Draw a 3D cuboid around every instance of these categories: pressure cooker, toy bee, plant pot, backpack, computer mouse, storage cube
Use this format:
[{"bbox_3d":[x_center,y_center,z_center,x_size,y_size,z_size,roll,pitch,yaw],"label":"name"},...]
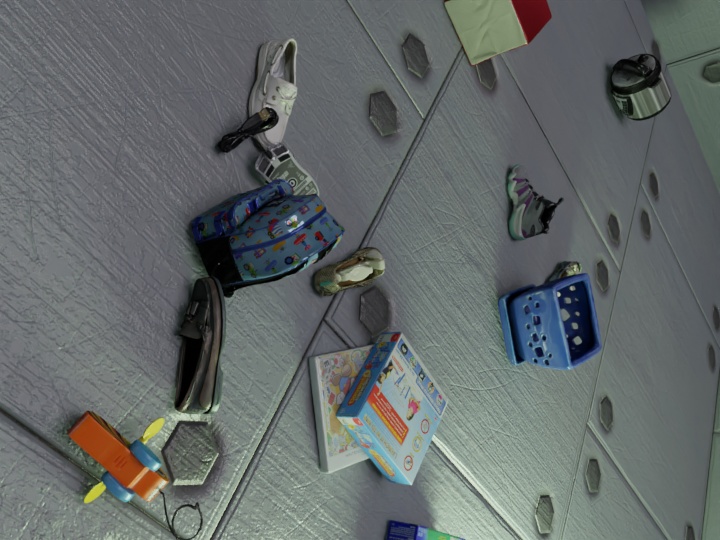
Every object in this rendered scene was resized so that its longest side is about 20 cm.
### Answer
[{"bbox_3d":[0.958,-0.644,2.409,0.200,0.174,0.181,47,48,-36],"label":"pressure cooker"},{"bbox_3d":[-0.299,0.267,0.915,0.130,0.109,0.202,-25,89,-16],"label":"toy bee"},{"bbox_3d":[0.454,0.126,1.703,0.199,0.178,0.203,-14,94,-49],"label":"plant pot"},{"bbox_3d":[-0.133,-0.058,1.066,0.182,0.198,0.136,-37,110,-44],"label":"backpack"},{"bbox_3d":[-0.144,-0.175,1.181,0.109,0.044,0.201,-42,127,-7],"label":"computer mouse"},{"bbox_3d":[0.341,-0.640,1.722,0.180,0.169,0.202,-49,118,-40],"label":"storage cube"}]

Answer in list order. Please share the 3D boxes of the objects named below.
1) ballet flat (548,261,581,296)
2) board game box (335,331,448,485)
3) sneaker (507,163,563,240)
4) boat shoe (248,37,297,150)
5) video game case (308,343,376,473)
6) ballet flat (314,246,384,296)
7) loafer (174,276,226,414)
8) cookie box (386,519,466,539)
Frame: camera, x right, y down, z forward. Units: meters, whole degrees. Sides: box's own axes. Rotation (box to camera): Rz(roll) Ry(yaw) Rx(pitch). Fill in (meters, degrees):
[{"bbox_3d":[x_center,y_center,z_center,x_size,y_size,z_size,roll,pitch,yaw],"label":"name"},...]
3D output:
[{"bbox_3d":[0.558,0.036,1.919,0.075,0.074,0.201,58,47,-23],"label":"ballet flat"},{"bbox_3d":[0.066,0.256,1.307,0.201,0.055,0.197,55,48,-27],"label":"board game box"},{"bbox_3d":[0.452,-0.183,1.785,0.077,0.139,0.204,8,78,-46],"label":"sneaker"},{"bbox_3d":[-0.142,-0.306,1.197,0.070,0.069,0.204,15,74,-49],"label":"boat shoe"},{"bbox_3d":[-0.014,0.246,1.277,0.181,0.023,0.204,-4,86,-49],"label":"video game case"},{"bbox_3d":[0.000,0.000,1.297,0.199,0.075,0.069,-23,99,-48],"label":"ballet flat"},{"bbox_3d":[-0.237,0.108,1.021,0.062,0.071,0.204,5,82,-41],"label":"loafer"},{"bbox_3d":[0.113,0.594,1.317,0.170,0.074,0.203,32,61,-41],"label":"cookie box"}]
